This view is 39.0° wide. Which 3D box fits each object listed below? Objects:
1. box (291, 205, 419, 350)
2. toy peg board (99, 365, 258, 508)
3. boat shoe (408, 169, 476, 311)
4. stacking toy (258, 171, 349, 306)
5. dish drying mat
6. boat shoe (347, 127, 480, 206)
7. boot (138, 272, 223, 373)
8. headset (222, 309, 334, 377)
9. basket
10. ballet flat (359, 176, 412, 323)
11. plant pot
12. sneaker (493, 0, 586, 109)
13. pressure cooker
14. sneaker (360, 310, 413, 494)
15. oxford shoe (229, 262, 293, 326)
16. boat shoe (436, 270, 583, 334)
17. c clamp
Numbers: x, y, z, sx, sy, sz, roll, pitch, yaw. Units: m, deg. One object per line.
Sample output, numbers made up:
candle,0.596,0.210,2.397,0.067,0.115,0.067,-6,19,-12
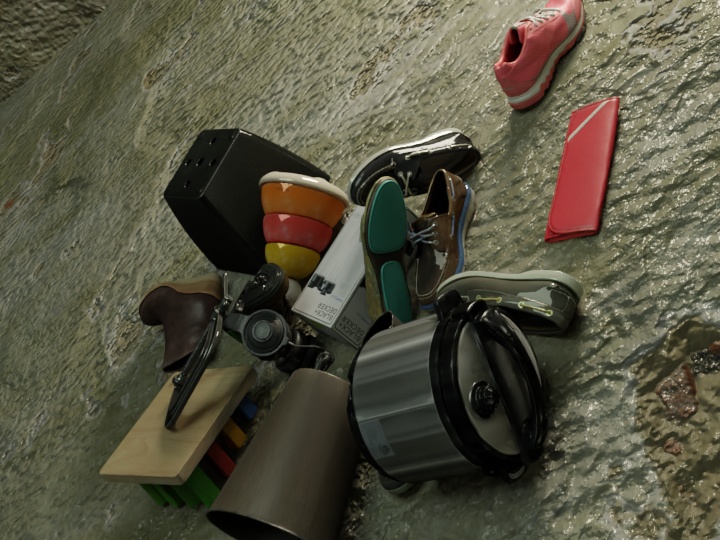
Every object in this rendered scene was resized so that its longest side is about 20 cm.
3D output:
box,0.000,0.000,1.433,0.116,0.060,0.202,20,75,55
toy peg board,-0.242,0.250,1.477,0.198,0.098,0.200,-9,36,44
boat shoe,0.097,-0.044,1.348,0.071,0.072,0.203,-17,46,39
stacking toy,-0.104,-0.038,1.559,0.145,0.145,0.204,2,76,50
dish drying mat,0.276,-0.127,1.265,0.076,0.018,0.203,-12,50,43
boat shoe,0.076,-0.135,1.411,0.197,0.075,0.060,-23,41,-20
boot,-0.316,0.096,1.701,0.198,0.072,0.169,-22,41,31
headset,-0.114,0.116,1.409,0.198,0.123,0.095,10,71,44
basket,-0.074,0.235,1.242,0.178,0.137,0.202,2,55,35
ballet flat,0.027,-0.020,1.342,0.070,0.070,0.205,0,99,49
plant pot,-0.203,-0.128,1.688,0.198,0.177,0.202,9,64,51
sneaker,0.250,-0.328,1.422,0.073,0.087,0.202,9,65,51
pressure cooker,0.104,0.132,1.085,0.198,0.175,0.182,-21,47,41
sneaker,0.033,0.155,1.207,0.074,0.106,0.203,-19,45,37
oxford shoe,-0.126,0.044,1.464,0.074,0.084,0.200,-62,8,-19
boat shoe,0.163,0.043,1.191,0.199,0.072,0.061,-5,49,42
c clamp,-0.230,0.124,1.453,0.202,0.027,0.171,-60,18,17
